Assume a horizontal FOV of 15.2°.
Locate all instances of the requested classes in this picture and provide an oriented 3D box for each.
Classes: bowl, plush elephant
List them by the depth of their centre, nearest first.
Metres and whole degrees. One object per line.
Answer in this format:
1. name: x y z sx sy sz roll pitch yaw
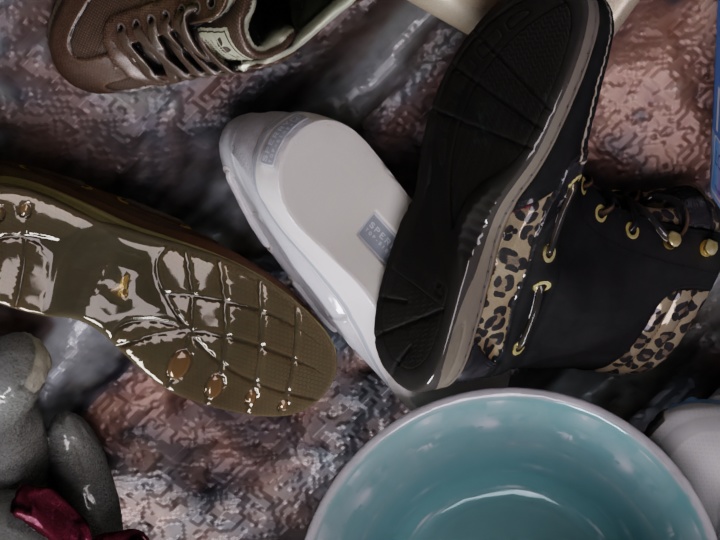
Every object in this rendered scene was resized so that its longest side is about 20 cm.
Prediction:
1. bowl: 0.069 0.160 1.277 0.199 0.105 0.203 0 83 1
2. plush elephant: -0.133 0.162 1.295 0.154 0.165 0.201 19 148 17

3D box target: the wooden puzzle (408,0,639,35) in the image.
1. wooden puzzle: 0.073 -0.190 1.161 0.184 0.037 0.200 27 117 -21

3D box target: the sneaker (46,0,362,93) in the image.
1. sneaker: -0.063 -0.117 1.149 0.199 0.076 0.070 -26 124 31

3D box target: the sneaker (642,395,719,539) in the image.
1. sneaker: 0.212 0.135 1.245 0.200 0.087 0.075 37 114 5

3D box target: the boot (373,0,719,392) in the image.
1. boot: 0.101 -0.034 1.225 0.150 0.073 0.201 4 113 -38

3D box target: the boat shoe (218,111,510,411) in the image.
1. boat shoe: 0.000 0.000 1.261 0.072 0.068 0.200 -54 128 -12

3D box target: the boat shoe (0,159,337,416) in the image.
1. boat shoe: -0.099 0.001 1.251 0.199 0.068 0.072 26 113 -17

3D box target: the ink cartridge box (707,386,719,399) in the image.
1. ink cartridge box: 0.229 0.123 1.353 0.145 0.088 0.200 32 114 -22

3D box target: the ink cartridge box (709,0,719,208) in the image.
1. ink cartridge box: 0.230 -0.116 1.188 0.135 0.076 0.201 -10 124 -13
